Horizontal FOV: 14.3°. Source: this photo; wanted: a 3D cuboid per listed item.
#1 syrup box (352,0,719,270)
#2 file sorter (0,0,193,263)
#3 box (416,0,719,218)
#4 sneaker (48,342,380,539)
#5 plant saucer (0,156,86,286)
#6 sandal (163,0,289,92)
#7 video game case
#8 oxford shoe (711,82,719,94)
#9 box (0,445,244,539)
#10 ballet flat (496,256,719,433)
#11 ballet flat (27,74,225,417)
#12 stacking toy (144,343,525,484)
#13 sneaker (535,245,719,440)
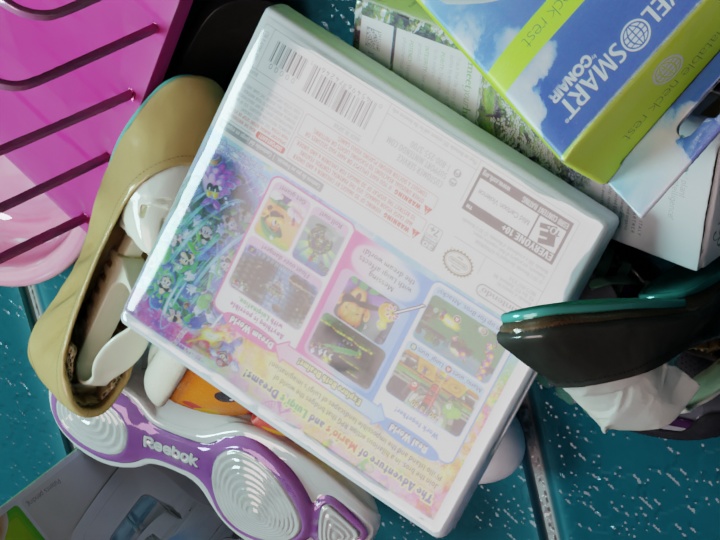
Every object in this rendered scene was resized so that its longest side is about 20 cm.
[{"bbox_3d":[0.098,-0.081,1.368,0.199,0.081,0.079,21,127,23],"label":"syrup box"},{"bbox_3d":[-0.191,-0.112,1.456,0.139,0.125,0.200,43,134,18],"label":"file sorter"},{"bbox_3d":[0.095,-0.133,1.284,0.122,0.048,0.200,-49,56,14],"label":"box"},{"bbox_3d":[-0.068,0.085,1.580,0.200,0.100,0.075,28,127,16],"label":"sneaker"},{"bbox_3d":[-0.212,-0.091,1.616,0.200,0.051,0.201,17,124,28],"label":"plant saucer"},{"bbox_3d":[-0.089,-0.063,1.522,0.200,0.075,0.045,-60,33,39],"label":"sandal"},{"bbox_3d":[0.000,0.000,1.379,0.200,0.024,0.182,33,112,16],"label":"video game case"},{"bbox_3d":[0.139,-0.131,1.312,0.200,0.074,0.071,26,133,25],"label":"oxford shoe"},{"bbox_3d":[-0.131,0.190,1.617,0.177,0.200,0.097,51,133,3],"label":"box"},{"bbox_3d":[0.137,0.035,1.325,0.068,0.200,0.069,-7,94,40],"label":"ballet flat"},{"bbox_3d":[-0.111,-0.007,1.494,0.200,0.068,0.063,-63,38,29],"label":"ballet flat"},{"bbox_3d":[0.000,0.049,1.507,0.200,0.146,0.146,31,132,-2],"label":"stacking toy"},{"bbox_3d":[0.108,0.007,1.421,0.200,0.074,0.088,30,125,21],"label":"sneaker"}]
